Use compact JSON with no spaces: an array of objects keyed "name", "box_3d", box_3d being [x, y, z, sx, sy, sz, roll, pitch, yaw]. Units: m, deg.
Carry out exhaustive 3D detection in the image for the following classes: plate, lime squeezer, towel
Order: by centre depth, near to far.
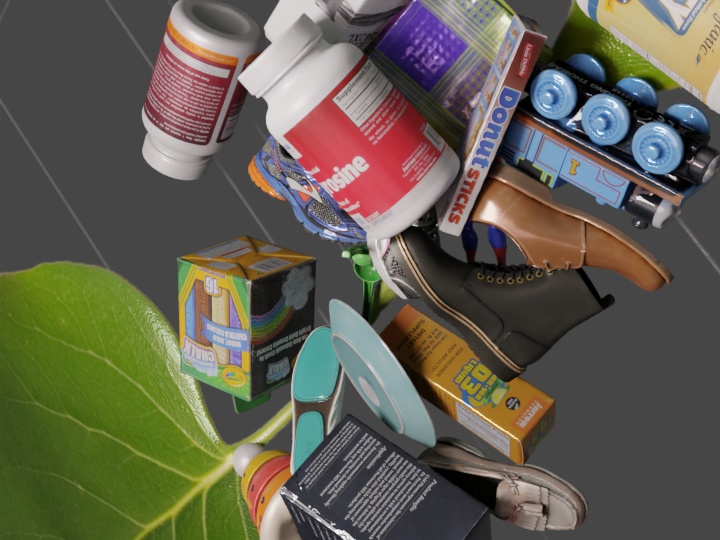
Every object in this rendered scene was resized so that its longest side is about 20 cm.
[{"name":"towel","box_3d":[0.071,-0.182,0.965,0.144,0.023,0.200,43,109,-6]},{"name":"lime squeezer","box_3d":[0.000,0.000,1.114,0.038,0.071,0.200,25,158,18]},{"name":"plate","box_3d":[0.016,0.121,1.116,0.200,0.026,0.200,50,164,20]}]

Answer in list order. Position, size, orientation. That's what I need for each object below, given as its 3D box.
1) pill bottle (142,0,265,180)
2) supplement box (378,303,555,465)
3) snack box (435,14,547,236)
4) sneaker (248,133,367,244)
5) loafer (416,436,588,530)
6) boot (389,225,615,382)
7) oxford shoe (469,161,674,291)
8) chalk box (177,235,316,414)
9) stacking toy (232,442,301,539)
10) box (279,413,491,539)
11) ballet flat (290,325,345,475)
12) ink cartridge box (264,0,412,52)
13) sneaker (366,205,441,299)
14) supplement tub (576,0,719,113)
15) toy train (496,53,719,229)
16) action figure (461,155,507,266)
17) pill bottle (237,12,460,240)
[{"name":"pill bottle","box_3d":[-0.195,-0.212,1.187,0.113,0.113,0.200,41,126,21]},{"name":"supplement box","box_3d":[0.111,0.120,1.069,0.200,0.067,0.069,33,157,25]},{"name":"snack box","box_3d":[0.117,-0.134,0.925,0.024,0.072,0.200,19,114,-7]},{"name":"sneaker","box_3d":[-0.047,-0.097,1.135,0.200,0.075,0.079,36,121,22]},{"name":"loafer","box_3d":[0.148,0.244,1.097,0.200,0.063,0.072,16,114,35]},{"name":"boot","box_3d":[0.137,0.000,0.979,0.138,0.078,0.200,-38,111,22]},{"name":"oxford shoe","box_3d":[0.195,-0.025,0.936,0.200,0.071,0.071,28,88,10]},{"name":"chalk box","box_3d":[-0.141,0.076,1.235,0.124,0.125,0.200,18,115,34]},{"name":"stacking toy","box_3d":[-0.108,0.285,1.299,0.200,0.146,0.146,25,121,50]},{"name":"box","box_3d":[0.035,0.297,1.117,0.196,0.124,0.200,32,154,28]},{"name":"ballet flat","box_3d":[-0.048,0.169,1.212,0.069,0.069,0.200,-16,60,41]},{"name":"ink cartridge box","box_3d":[0.017,-0.286,0.967,0.083,0.145,0.200,50,129,13]},{"name":"sneaker","box_3d":[0.052,-0.064,1.048,0.086,0.080,0.200,-13,98,54]},{"name":"supplement tub","box_3d":[0.284,-0.212,0.775,0.200,0.145,0.145,43,127,20]},{"name":"toy train","box_3d":[0.223,-0.115,0.903,0.200,0.087,0.114,34,132,24]},{"name":"action figure","box_3d":[0.118,-0.078,1.019,0.065,0.052,0.200,-3,101,26]},{"name":"pill bottle","box_3d":[-0.012,-0.133,0.914,0.200,0.112,0.112,45,132,-13]}]
